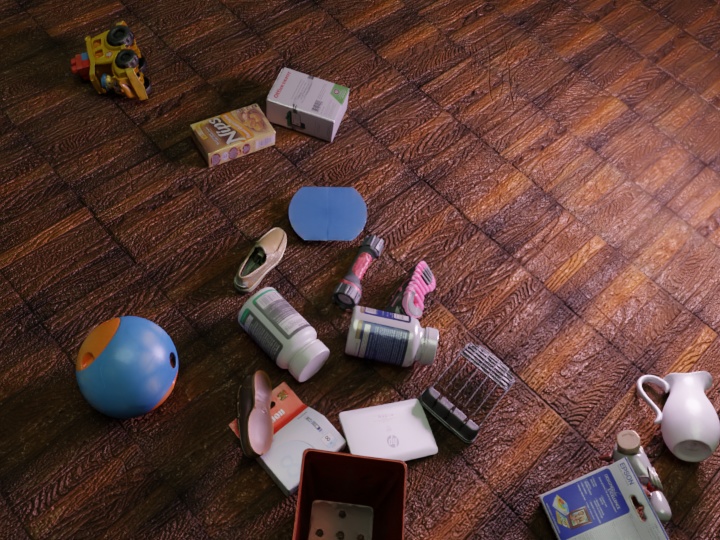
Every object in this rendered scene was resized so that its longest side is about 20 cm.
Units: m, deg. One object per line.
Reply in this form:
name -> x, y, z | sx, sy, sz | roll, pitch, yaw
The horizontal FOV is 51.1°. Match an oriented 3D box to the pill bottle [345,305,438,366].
pill bottle -> 0.070, 0.153, 1.688 | 0.197, 0.112, 0.112 | 12, 55, -1

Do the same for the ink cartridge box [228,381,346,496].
ink cartridge box -> -0.152, 0.339, 1.563 | 0.159, 0.048, 0.200 | -35, 69, -28

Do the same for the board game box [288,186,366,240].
board game box -> -0.083, -0.135, 1.903 | 0.196, 0.039, 0.160 | 0, 61, -4

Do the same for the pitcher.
pitcher -> 0.712, 0.320, 1.694 | 0.169, 0.122, 0.201 | 2, 42, 17

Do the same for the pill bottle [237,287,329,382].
pill bottle -> -0.168, 0.142, 1.653 | 0.113, 0.114, 0.200 | -36, 68, -28

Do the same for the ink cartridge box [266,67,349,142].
ink cartridge box -> -0.147, -0.459, 2.080 | 0.197, 0.085, 0.147 | 19, 55, 4

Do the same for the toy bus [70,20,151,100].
toy bus -> -0.679, -0.546, 2.031 | 0.189, 0.136, 0.202 | -18, 63, -5

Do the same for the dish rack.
dish rack -> 0.244, 0.263, 1.678 | 0.153, 0.055, 0.200 | 39, 56, 12

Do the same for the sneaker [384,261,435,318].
sneaker -> 0.113, 0.050, 1.789 | 0.080, 0.095, 0.200 | 56, 35, -15

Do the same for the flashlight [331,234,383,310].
flashlight -> 0.000, 0.000, 1.805 | 0.067, 0.068, 0.201 | 24, 56, 9

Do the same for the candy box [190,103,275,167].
candy box -> -0.338, -0.360, 1.998 | 0.198, 0.056, 0.116 | -24, 63, -23

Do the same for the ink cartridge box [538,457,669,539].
ink cartridge box -> 0.489, 0.509, 1.508 | 0.198, 0.047, 0.200 | -26, 58, 8

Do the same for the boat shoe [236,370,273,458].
boat shoe -> -0.222, 0.303, 1.547 | 0.070, 0.070, 0.202 | 41, 28, -31

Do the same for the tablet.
tablet -> 0.060, 0.345, 1.595 | 0.197, 0.014, 0.131 | -6, 57, -25

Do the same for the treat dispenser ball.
treat dispenser ball -> -0.467, 0.194, 1.513 | 0.197, 0.202, 0.203 | 4, 55, -6

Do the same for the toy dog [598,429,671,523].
toy dog -> 0.569, 0.434, 1.583 | 0.095, 0.133, 0.201 | -23, 23, 12

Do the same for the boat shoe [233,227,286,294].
boat shoe -> -0.232, -0.036, 1.785 | 0.071, 0.077, 0.201 | 23, 55, 7

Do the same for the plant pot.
plant pot -> -0.029, 0.474, 1.414 | 0.197, 0.177, 0.202 | 9, 55, -5
